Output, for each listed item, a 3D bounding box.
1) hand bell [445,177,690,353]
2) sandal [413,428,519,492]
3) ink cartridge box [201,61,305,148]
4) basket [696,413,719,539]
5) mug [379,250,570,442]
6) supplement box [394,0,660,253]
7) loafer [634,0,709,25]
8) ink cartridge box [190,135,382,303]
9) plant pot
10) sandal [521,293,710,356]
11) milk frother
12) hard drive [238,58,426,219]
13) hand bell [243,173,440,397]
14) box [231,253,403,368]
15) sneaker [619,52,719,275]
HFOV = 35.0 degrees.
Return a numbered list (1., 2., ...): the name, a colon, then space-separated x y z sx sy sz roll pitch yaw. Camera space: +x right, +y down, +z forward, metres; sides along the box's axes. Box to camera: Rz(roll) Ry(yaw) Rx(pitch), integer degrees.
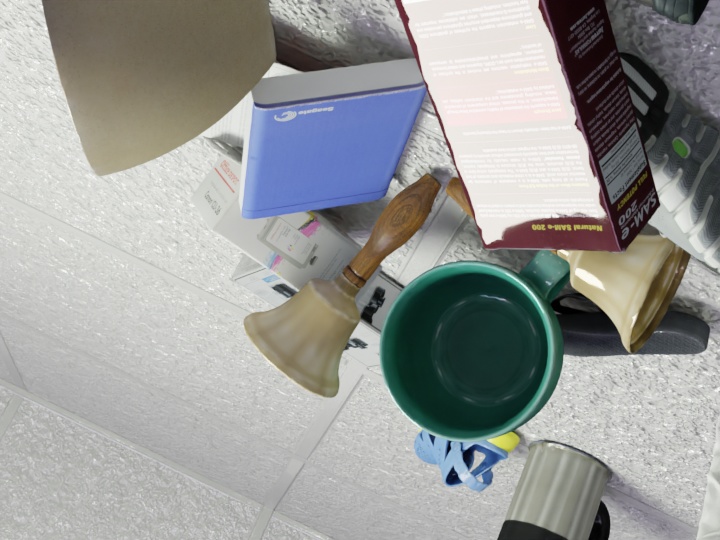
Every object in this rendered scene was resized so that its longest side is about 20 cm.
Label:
1. hand bell: 0.153 -0.027 0.913 0.199 0.105 0.104 29 162 24
2. sandal: 0.128 0.250 1.535 0.079 0.088 0.200 30 160 -18
3. ink cartridge box: -0.101 -0.156 0.937 0.198 0.051 0.161 15 158 -4
4. basket: 0.377 0.139 0.876 0.159 0.202 0.199 18 158 2
5. mug: 0.117 0.066 1.000 0.183 0.154 0.114 -13 172 15
6. supplement box: 0.100 -0.110 0.689 0.108 0.061 0.202 4 125 43
7. loafer: 0.137 -0.196 0.544 0.072 0.073 0.201 21 157 22
8. ink cartridge box: -0.086 -0.046 1.065 0.199 0.068 0.116 36 -177 -25
9. plant pot: -0.129 -0.175 0.760 0.133 0.202 0.201 -11 157 -5
10. sandal: 0.225 0.048 1.046 0.198 0.043 0.076 0 156 37
11. milk frother: 0.213 0.337 1.497 0.198 0.190 0.181 12 154 31
12. hard drive: -0.027 -0.099 0.905 0.130 0.026 0.200 -10 161 -12
13. hand bell: 0.000 0.000 0.979 0.104 0.201 0.104 38 -168 -9
14. box: -0.027 0.028 1.235 0.199 0.061 0.116 34 157 -21
15. sneaker: 0.195 -0.064 0.789 0.200 0.075 0.115 45 158 -18
